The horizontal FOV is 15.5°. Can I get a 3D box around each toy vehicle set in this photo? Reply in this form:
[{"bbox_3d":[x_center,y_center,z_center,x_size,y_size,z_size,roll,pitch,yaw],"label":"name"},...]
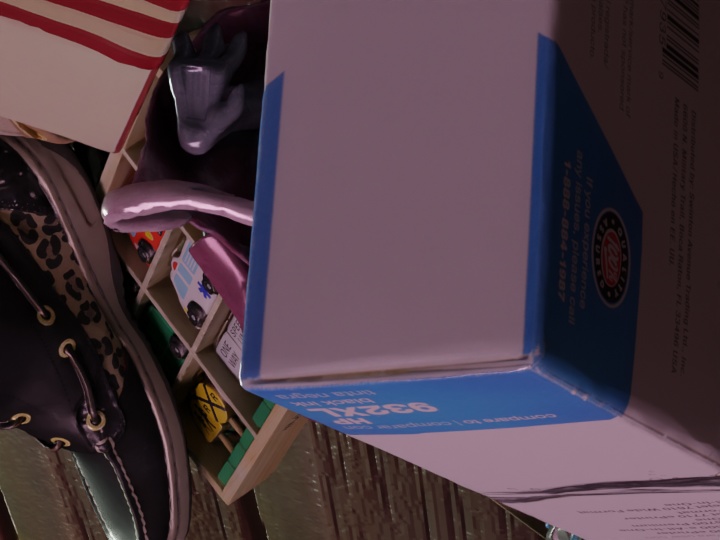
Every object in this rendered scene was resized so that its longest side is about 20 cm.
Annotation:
[{"bbox_3d":[-0.058,0.004,1.065,0.124,0.026,0.200,51,151,12],"label":"toy vehicle set"}]

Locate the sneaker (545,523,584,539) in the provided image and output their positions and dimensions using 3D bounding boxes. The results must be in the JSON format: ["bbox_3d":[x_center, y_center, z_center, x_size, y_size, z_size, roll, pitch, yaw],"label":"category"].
[{"bbox_3d":[0.115,0.091,0.942,0.082,0.074,0.200,17,-172,1],"label":"sneaker"}]

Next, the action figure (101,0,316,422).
[{"bbox_3d":[0.000,0.000,0.883,0.133,0.149,0.201,9,137,12],"label":"action figure"}]

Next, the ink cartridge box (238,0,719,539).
[{"bbox_3d":[0.061,-0.016,0.688,0.083,0.146,0.200,-7,160,31],"label":"ink cartridge box"}]

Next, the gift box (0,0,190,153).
[{"bbox_3d":[-0.123,-0.169,0.769,0.186,0.201,0.185,17,147,-10],"label":"gift box"}]

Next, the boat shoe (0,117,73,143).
[{"bbox_3d":[-0.127,-0.109,0.966,0.069,0.074,0.200,21,158,8],"label":"boat shoe"}]

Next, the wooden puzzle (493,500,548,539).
[{"bbox_3d":[0.080,0.025,1.031,0.185,0.037,0.200,37,144,-13],"label":"wooden puzzle"}]

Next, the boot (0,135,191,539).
[{"bbox_3d":[-0.161,0.055,1.086,0.073,0.153,0.204,18,131,51],"label":"boot"}]
